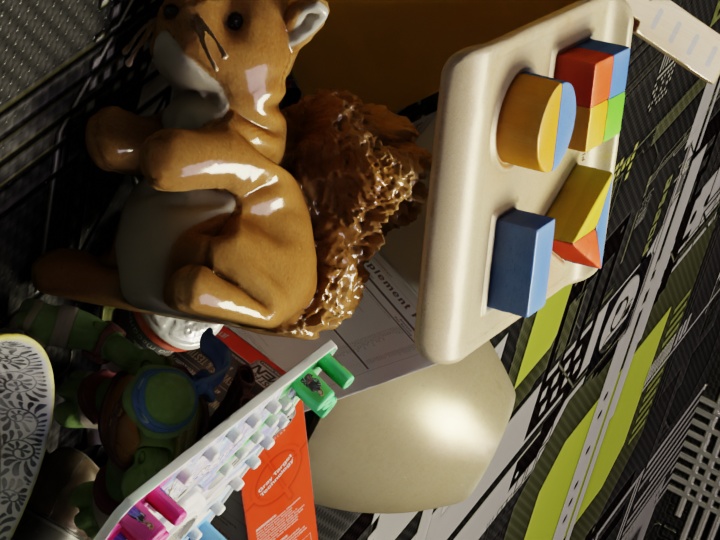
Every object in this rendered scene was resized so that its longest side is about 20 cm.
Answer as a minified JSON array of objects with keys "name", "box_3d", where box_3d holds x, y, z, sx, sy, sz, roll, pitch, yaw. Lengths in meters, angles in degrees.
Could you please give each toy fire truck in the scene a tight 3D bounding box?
[{"name":"toy fire truck","box_3d":[0.153,-0.162,1.709,0.129,0.199,0.177,-19,133,-66]}]

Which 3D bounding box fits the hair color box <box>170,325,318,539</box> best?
[{"name":"hair color box","box_3d":[-0.083,0.127,1.477,0.061,0.101,0.201,-38,146,-27]}]

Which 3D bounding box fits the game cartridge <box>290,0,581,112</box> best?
[{"name":"game cartridge","box_3d":[0.024,-0.177,1.338,0.175,0.033,0.200,-25,142,3]}]

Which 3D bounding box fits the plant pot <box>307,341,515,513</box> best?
[{"name":"plant pot","box_3d":[0.039,0.105,1.776,0.200,0.134,0.201,-90,-154,-85]}]

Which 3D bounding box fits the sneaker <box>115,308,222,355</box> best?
[{"name":"sneaker","box_3d":[-0.100,-0.019,1.422,0.082,0.077,0.200,-36,-165,44]}]

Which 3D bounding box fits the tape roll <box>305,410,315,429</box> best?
[{"name":"tape roll","box_3d":[-0.083,0.097,1.646,0.201,0.048,0.201,-55,161,-29]}]

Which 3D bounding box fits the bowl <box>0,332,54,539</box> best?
[{"name":"bowl","box_3d":[-0.238,0.100,1.096,0.201,0.094,0.201,-54,160,-29]}]

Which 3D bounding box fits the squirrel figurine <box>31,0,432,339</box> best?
[{"name":"squirrel figurine","box_3d":[-0.059,-0.062,1.290,0.199,0.141,0.188,13,84,-38]}]

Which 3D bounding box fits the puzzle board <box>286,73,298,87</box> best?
[{"name":"puzzle board","box_3d":[0.008,-0.181,1.412,0.199,0.017,0.152,-6,120,-44]}]

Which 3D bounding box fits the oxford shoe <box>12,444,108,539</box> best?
[{"name":"oxford shoe","box_3d":[-0.155,0.156,1.474,0.085,0.072,0.200,-62,164,-10]}]

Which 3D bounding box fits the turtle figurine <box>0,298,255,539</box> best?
[{"name":"turtle figurine","box_3d":[-0.164,0.096,1.290,0.200,0.144,0.194,-42,176,-14]}]

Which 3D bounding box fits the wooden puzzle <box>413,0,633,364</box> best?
[{"name":"wooden puzzle","box_3d":[0.107,-0.053,1.354,0.200,0.046,0.187,-25,126,-54]}]

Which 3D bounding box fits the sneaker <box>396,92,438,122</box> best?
[{"name":"sneaker","box_3d":[0.040,-0.071,1.544,0.089,0.199,0.079,20,77,-37]}]

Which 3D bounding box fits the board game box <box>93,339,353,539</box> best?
[{"name":"board game box","box_3d":[-0.101,0.144,1.237,0.200,0.026,0.200,-36,166,-51]}]

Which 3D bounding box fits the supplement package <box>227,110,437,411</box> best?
[{"name":"supplement package","box_3d":[0.000,0.000,1.472,0.199,0.114,0.110,-22,-156,51]}]
